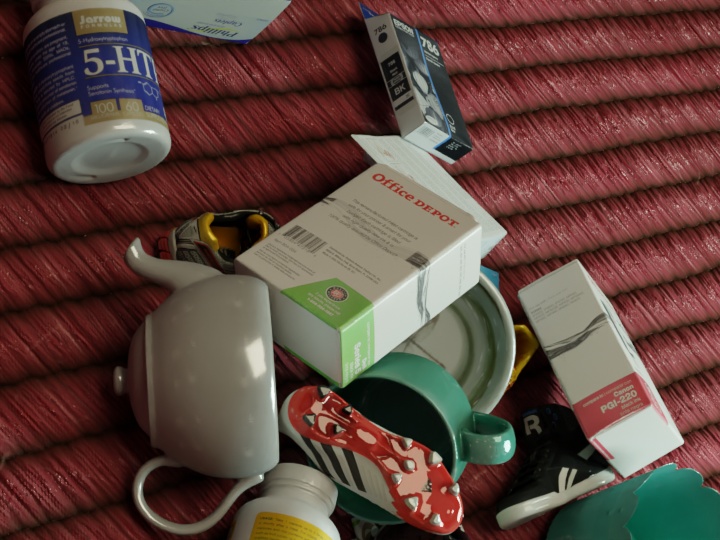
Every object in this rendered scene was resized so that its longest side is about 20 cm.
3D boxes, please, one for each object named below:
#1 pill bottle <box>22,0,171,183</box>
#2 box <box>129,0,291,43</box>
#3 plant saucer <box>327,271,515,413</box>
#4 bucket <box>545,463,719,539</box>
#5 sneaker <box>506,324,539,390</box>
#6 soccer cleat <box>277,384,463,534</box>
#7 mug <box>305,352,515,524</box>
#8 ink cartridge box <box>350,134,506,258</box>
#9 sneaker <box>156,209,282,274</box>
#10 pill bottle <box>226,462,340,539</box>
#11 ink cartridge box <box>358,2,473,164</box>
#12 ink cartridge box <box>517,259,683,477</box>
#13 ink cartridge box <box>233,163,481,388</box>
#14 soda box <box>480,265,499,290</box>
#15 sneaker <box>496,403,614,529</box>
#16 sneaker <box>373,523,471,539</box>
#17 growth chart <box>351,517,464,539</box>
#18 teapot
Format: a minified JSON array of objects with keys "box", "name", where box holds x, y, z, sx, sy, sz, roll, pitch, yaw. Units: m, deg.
[{"box":[-0.257,-0.195,1.570,0.119,0.120,0.201,0,68,-41],"name":"pill bottle"},{"box":[-0.183,-0.360,1.733,0.183,0.105,0.201,4,66,-39],"name":"box"},{"box":[0.059,0.077,1.701,0.199,0.050,0.201,0,93,-3],"name":"plant saucer"},{"box":[0.303,0.320,1.764,0.207,0.135,0.208,17,63,-37],"name":"bucket"},{"box":[0.120,0.122,1.760,0.073,0.077,0.200,48,52,-12],"name":"sneaker"},{"box":[0.008,0.178,1.531,0.200,0.085,0.069,36,62,-8],"name":"soccer cleat"},{"box":[0.048,0.165,1.607,0.185,0.152,0.114,33,20,7],"name":"mug"},{"box":[0.062,-0.076,1.754,0.163,0.057,0.200,46,21,11],"name":"ink cartridge box"},{"box":[-0.099,-0.016,1.638,0.200,0.082,0.078,4,65,-41],"name":"sneaker"},{"box":[-0.077,0.277,1.485,0.104,0.104,0.200,34,50,-23],"name":"pill bottle"},{"box":[0.063,-0.223,1.883,0.099,0.039,0.200,21,43,-49],"name":"ink cartridge box"},{"box":[0.264,0.108,1.821,0.146,0.085,0.200,44,18,-56],"name":"ink cartridge box"},{"box":[0.000,0.000,1.592,0.145,0.084,0.200,33,53,32],"name":"ink cartridge box"},{"box":[0.056,0.012,1.773,0.200,0.064,0.068,21,55,-31],"name":"soda box"},{"box":[0.190,0.206,1.788,0.200,0.073,0.112,-11,72,-52],"name":"sneaker"},{"box":[0.038,0.285,1.548,0.076,0.115,0.200,47,44,-10],"name":"sneaker"},{"box":[0.045,0.290,1.648,0.200,0.018,0.145,-28,87,-47],"name":"growth chart"},{"box":[-0.150,0.102,1.489,0.145,0.198,0.200,-4,39,-5],"name":"teapot"}]
